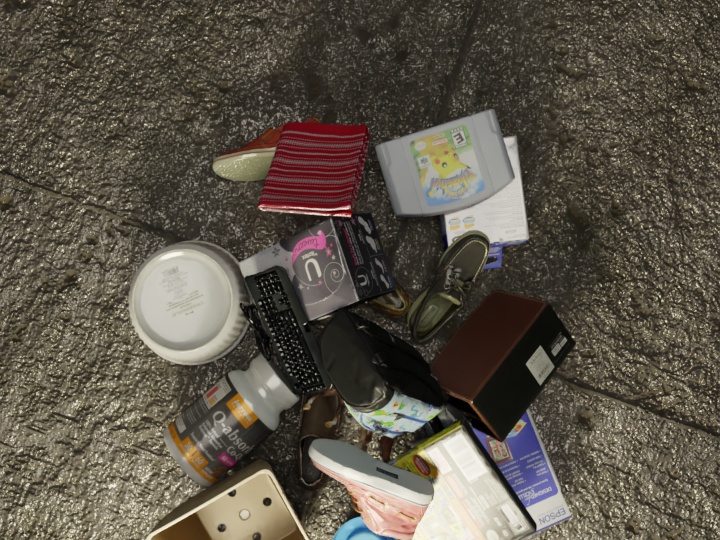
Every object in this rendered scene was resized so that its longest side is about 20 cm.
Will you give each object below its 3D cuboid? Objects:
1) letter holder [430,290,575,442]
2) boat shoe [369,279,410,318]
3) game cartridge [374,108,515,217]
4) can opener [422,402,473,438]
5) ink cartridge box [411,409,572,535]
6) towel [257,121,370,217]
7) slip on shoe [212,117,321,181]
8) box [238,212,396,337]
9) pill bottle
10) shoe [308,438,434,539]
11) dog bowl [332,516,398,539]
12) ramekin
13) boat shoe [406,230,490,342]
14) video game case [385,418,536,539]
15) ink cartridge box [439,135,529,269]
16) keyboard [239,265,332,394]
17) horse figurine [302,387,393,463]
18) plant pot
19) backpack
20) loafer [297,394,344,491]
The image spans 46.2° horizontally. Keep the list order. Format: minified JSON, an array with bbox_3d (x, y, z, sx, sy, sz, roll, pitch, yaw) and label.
[{"bbox_3d":[0.214,0.143,1.334,0.200,0.142,0.101,-48,119,-16],"label":"letter holder"},{"bbox_3d":[0.000,0.000,1.359,0.199,0.068,0.072,34,86,2],"label":"boat shoe"},{"bbox_3d":[0.134,-0.159,1.316,0.197,0.040,0.135,-18,90,0],"label":"game cartridge"},{"bbox_3d":[0.161,0.294,1.303,0.063,0.079,0.201,-32,94,-11],"label":"can opener"},{"bbox_3d":[0.208,0.334,1.350,0.195,0.047,0.202,-22,88,-3],"label":"ink cartridge box"},{"bbox_3d":[-0.067,-0.157,1.272,0.142,0.023,0.202,4,46,7],"label":"towel"},{"bbox_3d":[-0.146,-0.198,1.378,0.197,0.074,0.062,-18,63,-1],"label":"slip on shoe"},{"bbox_3d":[-0.069,0.007,1.290,0.198,0.114,0.134,-22,85,33],"label":"box"},{"bbox_3d":[-0.199,0.230,1.317,0.200,0.116,0.117,-41,87,-3],"label":"pill bottle"},{"bbox_3d":[0.005,0.328,1.256,0.198,0.072,0.092,22,106,0],"label":"shoe"},{"bbox_3d":[0.036,0.475,1.334,0.111,0.050,0.200,-42,88,-3],"label":"dog bowl"},{"bbox_3d":[-0.272,0.050,1.335,0.197,0.105,0.203,0,86,0],"label":"ramekin"},{"bbox_3d":[0.141,0.032,1.324,0.071,0.066,0.202,27,113,-16],"label":"boat shoe"},{"bbox_3d":[0.138,0.349,1.282,0.180,0.026,0.201,-33,95,20],"label":"video game case"},{"bbox_3d":[0.194,-0.104,1.364,0.134,0.076,0.203,-7,85,1],"label":"ink cartridge box"},{"bbox_3d":[-0.121,0.100,1.254,0.103,0.040,0.202,-16,101,32],"label":"keyboard"},{"bbox_3d":[-0.005,0.219,1.328,0.201,0.050,0.133,51,48,-16],"label":"horse figurine"},{"bbox_3d":[-0.177,0.398,1.264,0.198,0.177,0.202,-29,99,-3],"label":"plant pot"},{"bbox_3d":[0.038,0.163,1.241,0.154,0.198,0.164,-53,49,23],"label":"backpack"},{"bbox_3d":[-0.063,0.251,1.338,0.072,0.071,0.203,3,86,0],"label":"loafer"}]
